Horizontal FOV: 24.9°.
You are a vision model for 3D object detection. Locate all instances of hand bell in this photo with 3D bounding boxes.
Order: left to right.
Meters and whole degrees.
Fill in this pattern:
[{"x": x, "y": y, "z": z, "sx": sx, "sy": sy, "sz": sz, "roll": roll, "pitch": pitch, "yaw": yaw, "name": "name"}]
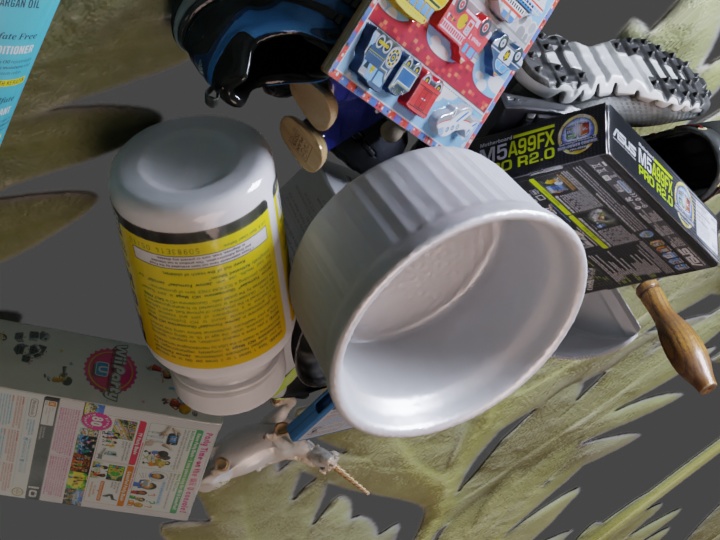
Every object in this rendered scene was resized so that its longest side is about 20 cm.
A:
[{"x": 0.253, "y": 0.021, "z": 1.408, "sx": 0.104, "sy": 0.200, "sz": 0.104, "roll": -20, "pitch": 149, "yaw": -13, "name": "hand bell"}]

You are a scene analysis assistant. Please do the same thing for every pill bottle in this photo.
[{"x": -0.105, "y": 0.002, "z": 1.136, "sx": 0.112, "sy": 0.113, "sz": 0.201, "roll": -19, "pitch": 132, "yaw": -14, "name": "pill bottle"}]

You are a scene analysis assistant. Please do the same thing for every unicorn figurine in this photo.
[{"x": -0.092, "y": 0.165, "z": 1.497, "sx": 0.199, "sy": 0.074, "sz": 0.137, "roll": -7, "pitch": 157, "yaw": -6, "name": "unicorn figurine"}]

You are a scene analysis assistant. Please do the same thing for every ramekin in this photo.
[{"x": 0.047, "y": 0.011, "z": 1.127, "sx": 0.200, "sy": 0.098, "sz": 0.201, "roll": -21, "pitch": 139, "yaw": -19, "name": "ramekin"}]

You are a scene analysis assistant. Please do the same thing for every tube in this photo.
[{"x": -0.214, "y": -0.141, "z": 0.953, "sx": 0.077, "sy": 0.050, "sz": 0.200, "roll": -10, "pitch": 141, "yaw": -41, "name": "tube"}]

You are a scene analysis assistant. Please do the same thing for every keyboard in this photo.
[{"x": 0.089, "y": -0.078, "z": 1.252, "sx": 0.126, "sy": 0.021, "sz": 0.200, "roll": 10, "pitch": 153, "yaw": -9, "name": "keyboard"}]

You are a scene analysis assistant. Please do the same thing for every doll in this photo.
[{"x": 0.035, "y": -0.133, "z": 1.123, "sx": 0.200, "sy": 0.048, "sz": 0.137, "roll": -28, "pitch": 153, "yaw": -32, "name": "doll"}]

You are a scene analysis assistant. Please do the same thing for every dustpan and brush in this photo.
[{"x": 0.138, "y": 0.031, "z": 1.446, "sx": 0.057, "sy": 0.140, "sz": 0.200, "roll": -38, "pitch": -172, "yaw": -30, "name": "dustpan and brush"}]

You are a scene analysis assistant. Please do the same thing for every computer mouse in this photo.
[{"x": -0.018, "y": -0.115, "z": 1.151, "sx": 0.059, "sy": 0.034, "sz": 0.200, "roll": -34, "pitch": 149, "yaw": 13, "name": "computer mouse"}]

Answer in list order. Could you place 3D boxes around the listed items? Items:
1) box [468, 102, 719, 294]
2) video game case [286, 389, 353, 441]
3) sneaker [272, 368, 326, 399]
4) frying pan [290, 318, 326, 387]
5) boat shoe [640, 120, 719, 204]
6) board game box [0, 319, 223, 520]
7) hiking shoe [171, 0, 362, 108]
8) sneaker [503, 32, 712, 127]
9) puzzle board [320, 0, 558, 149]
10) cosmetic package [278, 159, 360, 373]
[{"x": 0.161, "y": -0.045, "z": 1.241, "sx": 0.160, "sy": 0.044, "sz": 0.200, "roll": -13, "pitch": 149, "yaw": 32, "name": "box"}, {"x": 0.041, "y": 0.083, "z": 1.367, "sx": 0.143, "sy": 0.018, "sz": 0.200, "roll": -9, "pitch": 156, "yaw": -37, "name": "video game case"}, {"x": -0.019, "y": 0.048, "z": 1.363, "sx": 0.083, "sy": 0.072, "sz": 0.200, "roll": 19, "pitch": 138, "yaw": -40, "name": "sneaker"}, {"x": -0.012, "y": 0.010, "z": 1.191, "sx": 0.115, "sy": 0.031, "sz": 0.190, "roll": -37, "pitch": 146, "yaw": -27, "name": "frying pan"}, {"x": 0.231, "y": -0.075, "z": 1.322, "sx": 0.063, "sy": 0.074, "sz": 0.201, "roll": -13, "pitch": 177, "yaw": -39, "name": "boat shoe"}, {"x": -0.214, "y": 0.117, "z": 1.248, "sx": 0.199, "sy": 0.064, "sz": 0.148, "roll": 11, "pitch": 140, "yaw": -11, "name": "board game box"}, {"x": -0.016, "y": -0.158, "z": 1.033, "sx": 0.199, "sy": 0.087, "sz": 0.075, "roll": -22, "pitch": 149, "yaw": -10, "name": "hiking shoe"}, {"x": 0.179, "y": -0.131, "z": 1.256, "sx": 0.199, "sy": 0.067, "sz": 0.091, "roll": 1, "pitch": 143, "yaw": -34, "name": "sneaker"}, {"x": 0.064, "y": -0.159, "z": 1.059, "sx": 0.151, "sy": 0.017, "sz": 0.200, "roll": -57, "pitch": 151, "yaw": 4, "name": "puzzle board"}, {"x": -0.058, "y": 0.009, "z": 1.272, "sx": 0.200, "sy": 0.071, "sz": 0.101, "roll": -42, "pitch": 147, "yaw": 25, "name": "cosmetic package"}]
